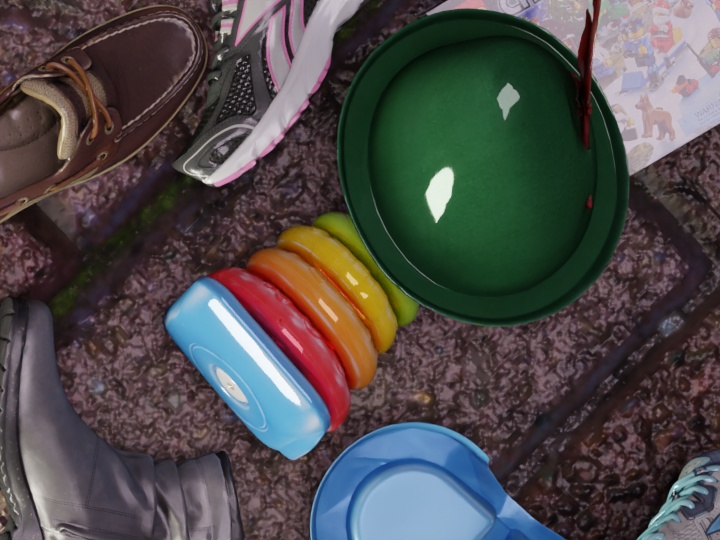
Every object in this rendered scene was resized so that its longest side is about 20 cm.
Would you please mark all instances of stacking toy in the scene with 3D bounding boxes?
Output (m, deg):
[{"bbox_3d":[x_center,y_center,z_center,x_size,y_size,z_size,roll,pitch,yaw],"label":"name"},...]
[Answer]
[{"bbox_3d":[0.000,0.000,1.611,0.200,0.116,0.110,-42,92,-18],"label":"stacking toy"}]

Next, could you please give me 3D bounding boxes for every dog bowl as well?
[{"bbox_3d":[0.058,0.167,1.639,0.200,0.050,0.112,42,86,-8],"label":"dog bowl"}]

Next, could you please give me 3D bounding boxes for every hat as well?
[{"bbox_3d":[0.088,-0.083,1.515,0.165,0.176,0.200,-15,85,-20],"label":"hat"}]

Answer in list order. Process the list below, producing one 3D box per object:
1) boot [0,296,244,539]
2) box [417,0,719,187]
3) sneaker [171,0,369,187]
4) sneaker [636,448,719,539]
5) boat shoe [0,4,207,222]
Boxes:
[{"bbox_3d":[-0.133,0.107,1.609,0.131,0.070,0.200,-5,104,-10],"label":"boot"},{"bbox_3d":[0.151,-0.133,1.647,0.200,0.038,0.137,-31,96,-6],"label":"box"},{"bbox_3d":[-0.053,-0.137,1.604,0.086,0.080,0.200,33,75,-7],"label":"sneaker"},{"bbox_3d":[0.184,0.148,1.625,0.200,0.078,0.086,-10,76,-39],"label":"sneaker"},{"bbox_3d":[-0.161,-0.079,1.580,0.200,0.072,0.072,-32,95,-17],"label":"boat shoe"}]
